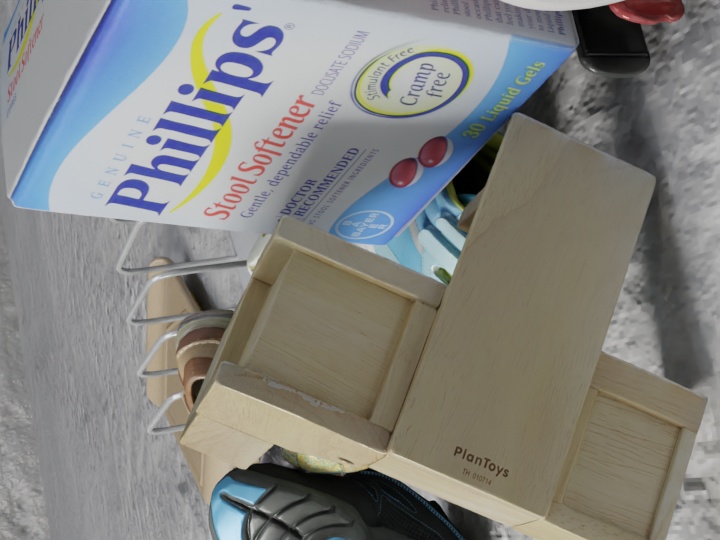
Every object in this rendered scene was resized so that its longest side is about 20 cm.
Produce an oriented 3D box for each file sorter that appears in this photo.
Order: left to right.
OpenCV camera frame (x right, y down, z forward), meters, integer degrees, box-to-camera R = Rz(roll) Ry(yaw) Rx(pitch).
[{"bbox_3d":[-0.121,0.016,1.141,0.139,0.124,0.200,133,127,-63],"label":"file sorter"}]

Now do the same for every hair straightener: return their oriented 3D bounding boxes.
[{"bbox_3d":[0.086,-0.166,0.655,0.077,0.041,0.200,114,143,-53],"label":"hair straightener"}]

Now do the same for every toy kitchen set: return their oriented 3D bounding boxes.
[{"bbox_3d":[0.043,0.034,0.680,0.180,0.200,0.163,130,163,-71],"label":"toy kitchen set"}]

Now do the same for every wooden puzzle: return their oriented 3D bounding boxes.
[{"bbox_3d":[-0.165,0.107,1.418,0.200,0.037,0.185,47,139,50],"label":"wooden puzzle"}]

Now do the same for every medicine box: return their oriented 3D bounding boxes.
[{"bbox_3d":[-0.040,-0.103,0.635,0.182,0.200,0.103,-46,47,51],"label":"medicine box"}]

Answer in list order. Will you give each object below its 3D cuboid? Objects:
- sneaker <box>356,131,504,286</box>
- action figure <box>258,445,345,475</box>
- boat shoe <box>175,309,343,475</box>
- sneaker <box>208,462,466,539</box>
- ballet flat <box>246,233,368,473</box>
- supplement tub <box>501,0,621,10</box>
[{"bbox_3d":[0.061,0.019,0.742,0.131,0.079,0.200,-20,89,59],"label":"sneaker"},{"bbox_3d":[-0.026,0.109,0.930,0.119,0.102,0.200,33,148,34],"label":"action figure"},{"bbox_3d":[-0.075,0.117,1.023,0.200,0.076,0.072,55,-157,-34],"label":"boat shoe"},{"bbox_3d":[-0.012,0.152,0.832,0.073,0.200,0.082,-46,39,18],"label":"sneaker"},{"bbox_3d":[-0.031,0.015,0.798,0.071,0.071,0.200,138,126,-65],"label":"ballet flat"},{"bbox_3d":[0.072,-0.214,0.540,0.140,0.140,0.200,119,139,-57],"label":"supplement tub"}]
